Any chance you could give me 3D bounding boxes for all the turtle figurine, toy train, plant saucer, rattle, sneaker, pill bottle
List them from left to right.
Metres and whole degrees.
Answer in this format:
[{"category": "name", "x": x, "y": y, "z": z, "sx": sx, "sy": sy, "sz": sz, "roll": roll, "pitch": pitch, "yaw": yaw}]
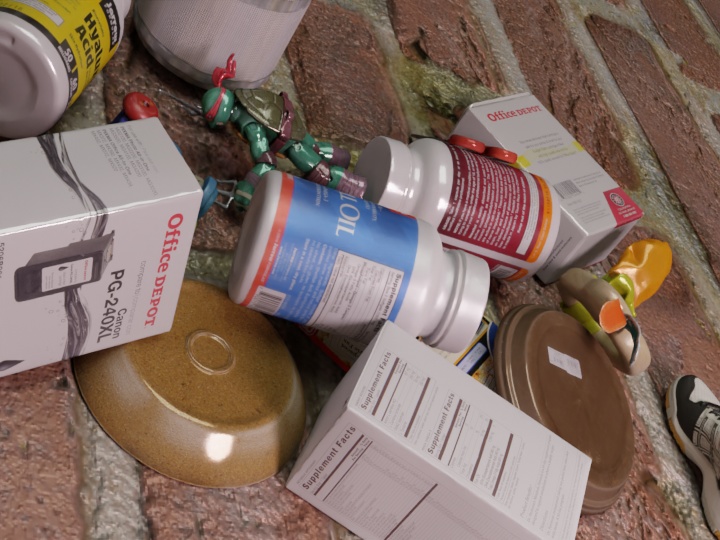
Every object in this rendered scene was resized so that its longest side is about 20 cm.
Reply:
[{"category": "pill bottle", "x": -0.275, "y": -0.211, "z": 1.023, "sx": 0.110, "sy": 0.112, "sz": 0.201, "roll": 30, "pitch": 37, "yaw": -9}, {"category": "toy train", "x": -0.184, "y": -0.051, "z": 0.946, "sx": 0.115, "sy": 0.084, "sz": 0.201, "roll": 39, "pitch": 27, "yaw": -19}, {"category": "plant saucer", "x": -0.123, "y": 0.073, "z": 0.904, "sx": 0.198, "sy": 0.036, "sz": 0.202, "roll": 22, "pitch": 39, "yaw": -19}, {"category": "turtle figurine", "x": -0.092, "y": -0.119, "z": 1.092, "sx": 0.198, "sy": 0.101, "sz": 0.151, "roll": 23, "pitch": 38, "yaw": -27}, {"category": "pill bottle", "x": 0.000, "y": 0.000, "z": 0.947, "sx": 0.197, "sy": 0.113, "sz": 0.113, "roll": 18, "pitch": 40, "yaw": -14}, {"category": "pill bottle", "x": 0.093, "y": -0.065, "z": 1.165, "sx": 0.197, "sy": 0.113, "sz": 0.114, "roll": 16, "pitch": 41, "yaw": -26}, {"category": "plant saucer", "x": 0.193, "y": 0.121, "z": 1.062, "sx": 0.199, "sy": 0.029, "sz": 0.203, "roll": 29, "pitch": 47, "yaw": -36}, {"category": "rattle", "x": 0.277, "y": 0.025, "z": 1.138, "sx": 0.141, "sy": 0.200, "sz": 0.132, "roll": -21, "pitch": 76, "yaw": -2}, {"category": "sneaker", "x": 0.374, "y": 0.175, "z": 1.158, "sx": 0.075, "sy": 0.088, "sz": 0.202, "roll": 13, "pitch": 41, "yaw": -26}]

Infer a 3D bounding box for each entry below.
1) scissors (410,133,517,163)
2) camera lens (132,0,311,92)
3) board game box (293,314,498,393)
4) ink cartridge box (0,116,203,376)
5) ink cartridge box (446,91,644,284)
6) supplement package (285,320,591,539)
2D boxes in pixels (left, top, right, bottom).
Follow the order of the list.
[{"category": "scissors", "x": 0.107, "y": -0.131, "z": 1.237, "sx": 0.072, "sy": 0.014, "sz": 0.200, "roll": 14, "pitch": 3, "yaw": -14}, {"category": "camera lens", "x": -0.127, "y": -0.292, "z": 1.156, "sx": 0.158, "sy": 0.201, "sz": 0.161, "roll": 21, "pitch": 39, "yaw": -19}, {"category": "board game box", "x": 0.056, "y": 0.067, "z": 1.047, "sx": 0.200, "sy": 0.046, "sz": 0.151, "roll": 43, "pitch": 37, "yaw": 8}, {"category": "ink cartridge box", "x": -0.218, "y": -0.011, "z": 0.793, "sx": 0.198, "sy": 0.146, "sz": 0.084, "roll": -15, "pitch": 53, "yaw": -34}, {"category": "ink cartridge box", "x": 0.202, "y": -0.097, "z": 1.313, "sx": 0.144, "sy": 0.084, "sz": 0.201, "roll": -17, "pitch": 62, "yaw": -48}, {"category": "supplement package", "x": 0.062, "y": 0.156, "z": 0.899, "sx": 0.199, "sy": 0.114, "sz": 0.110, "roll": 35, "pitch": 38, "yaw": -4}]
